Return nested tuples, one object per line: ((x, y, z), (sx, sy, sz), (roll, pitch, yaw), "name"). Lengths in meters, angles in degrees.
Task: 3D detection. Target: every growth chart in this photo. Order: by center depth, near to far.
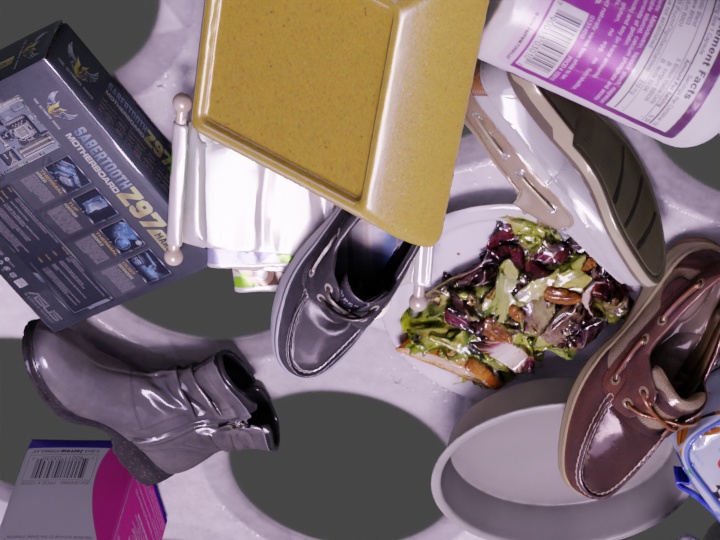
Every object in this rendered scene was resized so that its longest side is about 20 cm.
((-0.040, -0.038, 1.324), (0.198, 0.018, 0.146), (9, 116, -8), "growth chart")

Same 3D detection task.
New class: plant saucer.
((-0.029, -0.129, 1.174), (0.199, 0.048, 0.201), (29, 127, 27), "plant saucer")

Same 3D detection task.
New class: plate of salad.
((0.109, 0.035, 1.380), (0.198, 0.048, 0.201), (6, 133, 7), "plate of salad")

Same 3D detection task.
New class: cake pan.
((0.151, 0.144, 1.453), (0.198, 0.037, 0.201), (-1, 141, -1), "cake pan")

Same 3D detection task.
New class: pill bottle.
((0.173, -0.142, 1.160), (0.199, 0.113, 0.113), (23, 133, -10), "pill bottle")

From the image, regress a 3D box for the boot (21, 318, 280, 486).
((-0.155, 0.083, 1.475), (0.131, 0.070, 0.200), (-20, 138, 24), "boot")

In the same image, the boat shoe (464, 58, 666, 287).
((0.133, -0.067, 1.271), (0.068, 0.075, 0.201), (-17, 120, 33), "boat shoe")

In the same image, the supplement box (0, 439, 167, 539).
((-0.231, 0.242, 1.539), (0.100, 0.201, 0.104), (0, 132, 13), "supplement box")

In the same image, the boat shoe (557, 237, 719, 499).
((0.202, 0.076, 1.326), (0.072, 0.072, 0.201), (26, 102, -21), "boat shoe")

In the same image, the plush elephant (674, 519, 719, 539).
((0.257, 0.262, 1.490), (0.164, 0.200, 0.155), (32, 109, -16), "plush elephant")

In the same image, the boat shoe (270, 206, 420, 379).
((0.000, 0.000, 1.300), (0.070, 0.066, 0.201), (28, 112, -17), "boat shoe")

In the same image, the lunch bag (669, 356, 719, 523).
((0.310, 0.130, 1.383), (0.160, 0.076, 0.200), (-32, 120, 13), "lunch bag")

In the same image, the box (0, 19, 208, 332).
((-0.211, -0.061, 1.357), (0.157, 0.051, 0.200), (-22, 124, 28), "box")
